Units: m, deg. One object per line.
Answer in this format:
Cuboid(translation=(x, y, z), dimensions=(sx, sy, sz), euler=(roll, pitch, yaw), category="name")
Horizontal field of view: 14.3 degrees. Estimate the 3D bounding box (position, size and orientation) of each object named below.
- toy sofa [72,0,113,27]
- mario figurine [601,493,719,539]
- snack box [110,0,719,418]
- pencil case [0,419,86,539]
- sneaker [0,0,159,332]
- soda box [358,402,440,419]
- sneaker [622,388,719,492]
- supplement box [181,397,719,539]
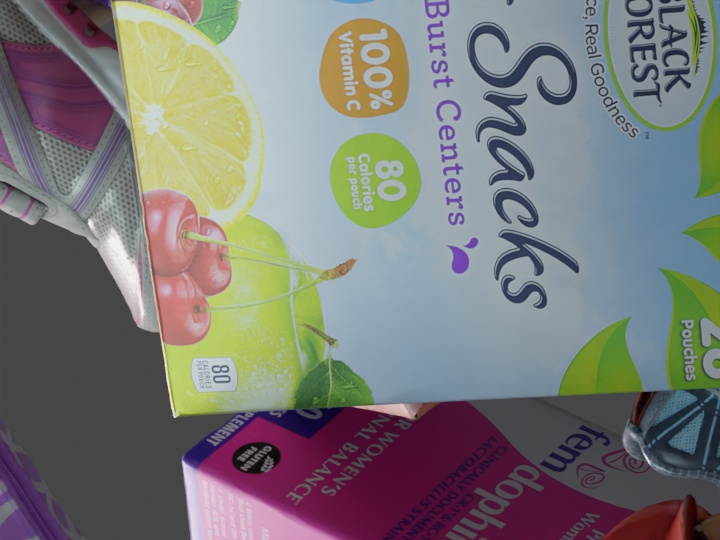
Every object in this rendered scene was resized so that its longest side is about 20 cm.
Cuboid(translation=(-0.146, -0.161, 0.989), dimensions=(0.097, 0.083, 0.200), euler=(11, 128, 43), category="toy sofa")
Cuboid(translation=(0.159, 0.083, 0.780), dimensions=(0.200, 0.123, 0.106), euler=(-5, 109, -1), category="mario figurine")
Cuboid(translation=(0.023, -0.068, 0.757), dimensions=(0.168, 0.068, 0.200), euler=(-3, 110, 10), category="snack box")
Cuboid(translation=(-0.163, 0.105, 1.244), dimensions=(0.085, 0.084, 0.200), euler=(-28, 102, 30), category="pencil case")
Cuboid(translation=(-0.122, -0.057, 0.947), dimensions=(0.200, 0.088, 0.081), euler=(56, 173, -10), category="sneaker")
Cuboid(translation=(0.000, 0.000, 0.924), dimensions=(0.068, 0.064, 0.200), euler=(56, 169, -7), category="soda box")
Cuboid(translation=(0.151, 0.103, 0.879), dimensions=(0.200, 0.095, 0.079), euler=(57, 176, 0), category="sneaker")
Cuboid(translation=(0.046, 0.112, 1.005), dimensions=(0.200, 0.101, 0.104), euler=(24, 135, 31), category="supplement box")
